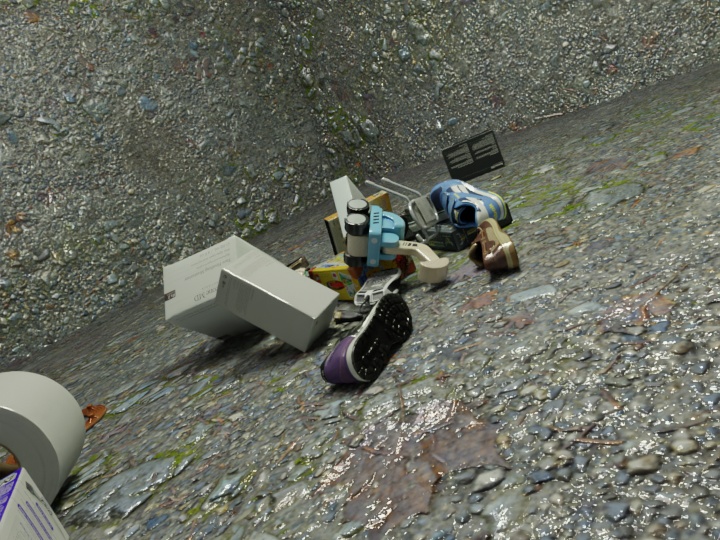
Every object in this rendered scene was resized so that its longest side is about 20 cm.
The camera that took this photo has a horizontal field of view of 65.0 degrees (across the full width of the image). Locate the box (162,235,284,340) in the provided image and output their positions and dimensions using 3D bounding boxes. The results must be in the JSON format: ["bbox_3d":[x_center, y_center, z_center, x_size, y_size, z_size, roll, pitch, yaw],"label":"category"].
[{"bbox_3d":[-0.290,0.046,1.246,0.198,0.131,0.200,-22,-27,19],"label":"box"}]

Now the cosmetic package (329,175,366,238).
[{"bbox_3d":[-0.005,-0.125,1.416,0.051,0.152,0.200,-21,-22,13],"label":"cosmetic package"}]

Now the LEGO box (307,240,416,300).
[{"bbox_3d":[0.000,0.000,1.248,0.149,0.078,0.200,-30,14,-30],"label":"LEGO box"}]

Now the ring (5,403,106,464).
[{"bbox_3d":[-0.615,0.327,1.144,0.199,0.019,0.200,-22,13,5],"label":"ring"}]

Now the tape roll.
[{"bbox_3d":[-0.520,0.263,0.815,0.202,0.204,0.139,-25,12,-8],"label":"tape roll"}]

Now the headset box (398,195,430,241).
[{"bbox_3d":[0.204,-0.162,1.557,0.148,0.075,0.200,-15,15,35],"label":"headset box"}]

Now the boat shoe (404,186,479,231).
[{"bbox_3d":[0.197,-0.161,1.336,0.199,0.071,0.072,-26,13,-12],"label":"boat shoe"}]

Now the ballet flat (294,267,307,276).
[{"bbox_3d":[-0.150,0.048,1.218,0.064,0.076,0.200,16,28,-11],"label":"ballet flat"}]

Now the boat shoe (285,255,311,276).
[{"bbox_3d":[-0.239,0.016,1.655,0.199,0.060,0.072,-21,13,13],"label":"boat shoe"}]

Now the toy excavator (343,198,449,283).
[{"bbox_3d":[0.066,-0.054,1.103,0.199,0.100,0.195,3,35,1],"label":"toy excavator"}]

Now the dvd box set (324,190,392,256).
[{"bbox_3d":[0.005,-0.120,1.581,0.199,0.147,0.029,-29,33,-20],"label":"dvd box set"}]

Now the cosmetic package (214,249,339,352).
[{"bbox_3d":[-0.153,0.052,1.044,0.199,0.085,0.108,28,30,13],"label":"cosmetic package"}]

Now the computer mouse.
[{"bbox_3d":[0.031,0.052,1.058,0.109,0.044,0.200,-10,19,29],"label":"computer mouse"}]

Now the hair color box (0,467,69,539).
[{"bbox_3d":[-0.366,0.300,0.589,0.065,0.110,0.200,-29,13,-18],"label":"hair color box"}]

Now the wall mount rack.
[{"bbox_3d":[0.098,-0.135,1.206,0.074,0.174,0.200,-29,1,22],"label":"wall mount rack"}]

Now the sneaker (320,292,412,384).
[{"bbox_3d":[0.005,0.098,0.851,0.087,0.076,0.200,-22,11,36],"label":"sneaker"}]

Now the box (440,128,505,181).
[{"bbox_3d":[0.418,-0.422,2.100,0.199,0.142,0.079,-19,11,18],"label":"box"}]

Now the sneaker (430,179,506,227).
[{"bbox_3d":[0.214,-0.141,1.220,0.082,0.074,0.200,-36,35,-24],"label":"sneaker"}]

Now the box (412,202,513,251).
[{"bbox_3d":[0.233,-0.105,1.323,0.157,0.051,0.200,-27,14,-17],"label":"box"}]

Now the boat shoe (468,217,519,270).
[{"bbox_3d":[0.229,-0.042,1.035,0.072,0.072,0.200,-21,19,6],"label":"boat shoe"}]
